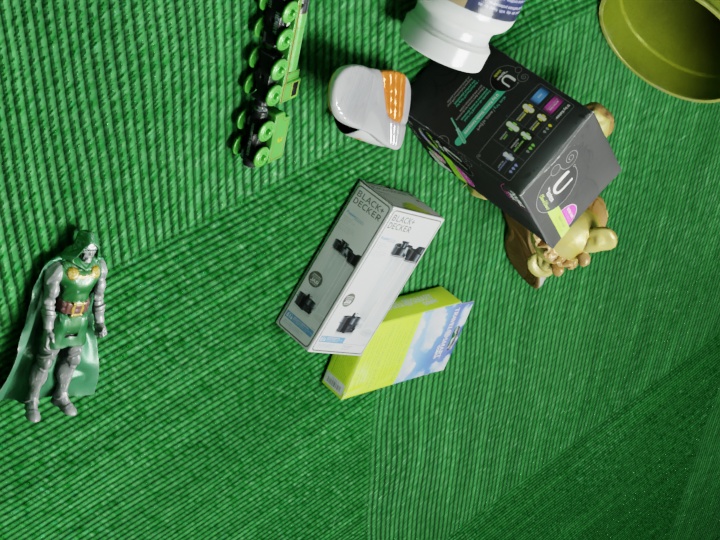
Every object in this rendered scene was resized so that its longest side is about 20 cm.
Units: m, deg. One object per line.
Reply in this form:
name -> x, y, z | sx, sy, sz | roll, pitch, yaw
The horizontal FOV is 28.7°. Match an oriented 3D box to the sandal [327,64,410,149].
sandal -> -0.004, -0.177, 1.452 | 0.207, 0.059, 0.079 | 12, 88, -67

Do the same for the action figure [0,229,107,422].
action figure -> -0.281, 0.050, 1.345 | 0.118, 0.055, 0.200 | -10, 126, -44

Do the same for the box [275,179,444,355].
box -> 0.000, 0.000, 1.644 | 0.117, 0.060, 0.200 | 12, 113, -56

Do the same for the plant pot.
plant pot -> 0.429, -0.345, 1.734 | 0.193, 0.200, 0.200 | -53, 151, -21

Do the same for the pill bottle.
pill bottle -> 0.121, -0.309, 1.420 | 0.116, 0.116, 0.200 | -4, 126, -50

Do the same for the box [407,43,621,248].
box -> 0.164, -0.148, 1.565 | 0.124, 0.200, 0.149 | -49, 149, -3

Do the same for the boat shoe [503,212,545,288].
boat shoe -> 0.237, -0.054, 1.881 | 0.069, 0.071, 0.200 | -37, 145, -18

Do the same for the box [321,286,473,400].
box -> 0.050, 0.090, 1.815 | 0.200, 0.048, 0.122 | -12, 133, -47

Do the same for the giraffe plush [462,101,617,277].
giraffe plush -> 0.241, -0.085, 1.710 | 0.200, 0.162, 0.173 | -34, -176, -17

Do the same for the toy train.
toy train -> -0.082, -0.188, 1.362 | 0.056, 0.042, 0.200 | -31, 145, -46
